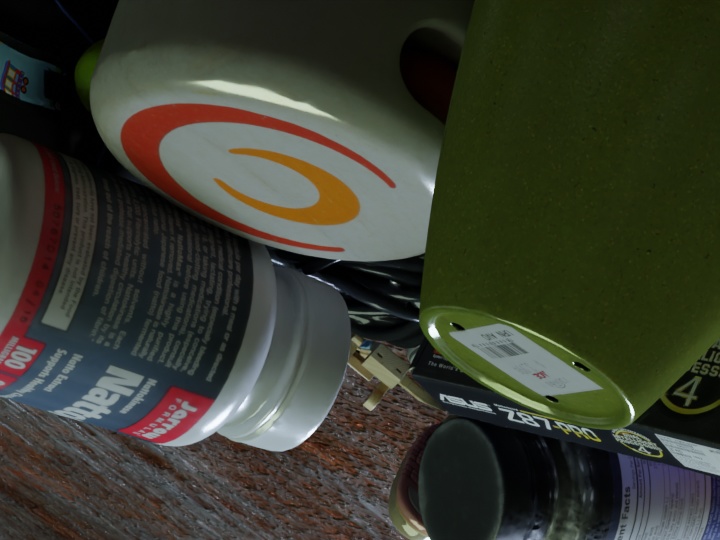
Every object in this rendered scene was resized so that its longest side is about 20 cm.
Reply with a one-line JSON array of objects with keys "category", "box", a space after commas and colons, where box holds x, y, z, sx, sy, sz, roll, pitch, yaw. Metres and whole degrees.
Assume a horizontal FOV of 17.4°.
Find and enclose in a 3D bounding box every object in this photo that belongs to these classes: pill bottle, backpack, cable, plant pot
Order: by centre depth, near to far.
[{"category": "plant pot", "box": [0.106, -0.046, 0.938, 0.187, 0.200, 0.187, 25, 163, 9]}, {"category": "pill bottle", "box": [-0.109, 0.019, 1.143, 0.200, 0.120, 0.120, 20, 168, -31]}, {"category": "backpack", "box": [-0.165, -0.102, 1.255, 0.200, 0.134, 0.183, 48, 134, 28]}, {"category": "cable", "box": [0.000, 0.000, 1.282, 0.163, 0.051, 0.200, 29, 174, 12]}, {"category": "pill bottle", "box": [0.139, 0.126, 1.387, 0.200, 0.112, 0.112, 1, 178, -32]}]

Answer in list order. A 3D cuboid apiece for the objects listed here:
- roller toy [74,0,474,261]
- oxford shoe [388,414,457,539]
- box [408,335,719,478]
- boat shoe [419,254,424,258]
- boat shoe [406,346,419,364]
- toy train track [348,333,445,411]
[{"category": "roller toy", "box": [-0.018, -0.100, 1.071, 0.200, 0.140, 0.182, 21, 159, -9]}, {"category": "oxford shoe", "box": [0.056, 0.135, 1.484, 0.071, 0.074, 0.200, 47, -155, 5]}, {"category": "box", "box": [0.137, 0.007, 1.103, 0.200, 0.161, 0.049, 12, 156, 45]}, {"category": "boat shoe", "box": [0.034, -0.035, 1.305, 0.200, 0.060, 0.076, 13, 159, 42]}, {"category": "boat shoe", "box": [0.114, 0.094, 1.478, 0.200, 0.066, 0.070, 27, 142, -26]}, {"category": "toy train track", "box": [0.004, 0.063, 1.466, 0.115, 0.033, 0.200, 39, 176, -2]}]
